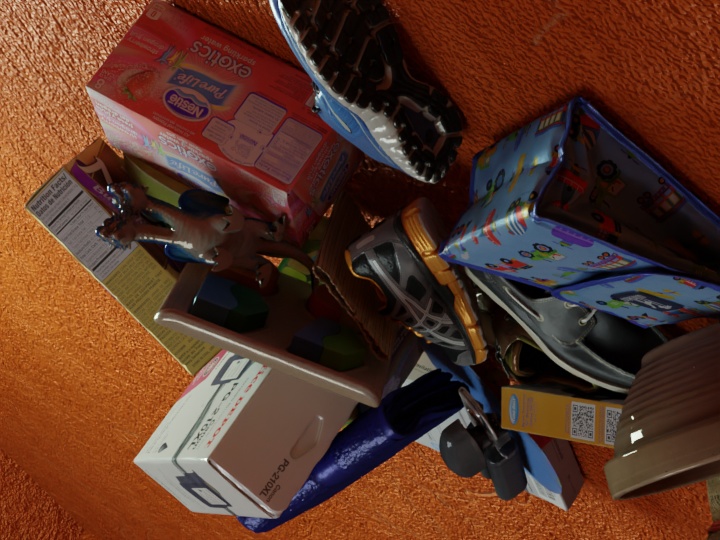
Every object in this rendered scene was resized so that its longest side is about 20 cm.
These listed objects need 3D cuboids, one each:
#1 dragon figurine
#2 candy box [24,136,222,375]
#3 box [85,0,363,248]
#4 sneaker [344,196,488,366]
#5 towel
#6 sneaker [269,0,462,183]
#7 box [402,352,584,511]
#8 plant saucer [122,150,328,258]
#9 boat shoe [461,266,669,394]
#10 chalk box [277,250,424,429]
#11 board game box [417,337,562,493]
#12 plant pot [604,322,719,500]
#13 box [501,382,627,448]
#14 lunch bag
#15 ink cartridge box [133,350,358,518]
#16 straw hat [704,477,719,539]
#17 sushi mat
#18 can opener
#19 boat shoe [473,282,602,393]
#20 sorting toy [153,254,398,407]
[{"bbox_3d":[-0.114,-0.029,1.296,0.099,0.059,0.199,19,-174,37],"label":"dragon figurine"},{"bbox_3d":[-0.183,-0.015,1.418,0.200,0.056,0.117,47,-163,-7],"label":"candy box"},{"bbox_3d":[-0.107,-0.118,1.340,0.199,0.103,0.095,28,159,18],"label":"box"},{"bbox_3d":[0.049,0.016,1.334,0.200,0.077,0.079,59,-167,-49],"label":"sneaker"},{"bbox_3d":[-0.009,0.158,1.483,0.200,0.147,0.050,-38,79,30],"label":"towel"},{"bbox_3d":[-0.011,-0.136,1.183,0.089,0.079,0.200,10,149,44],"label":"sneaker"},{"bbox_3d":[0.119,0.155,1.680,0.199,0.041,0.156,20,154,33],"label":"box"},{"bbox_3d":[-0.117,-0.058,1.438,0.199,0.031,0.200,23,-167,-6],"label":"plant saucer"},{"bbox_3d":[0.162,0.025,1.277,0.199,0.072,0.068,38,161,2],"label":"boat shoe"},{"bbox_3d":[-0.022,0.046,1.541,0.123,0.125,0.200,28,158,18],"label":"chalk box"},{"bbox_3d":[0.129,0.113,1.513,0.200,0.039,0.158,49,171,6],"label":"board game box"},{"bbox_3d":[0.260,0.090,1.175,0.201,0.199,0.093,121,135,-70],"label":"plant pot"},{"bbox_3d":[0.207,0.115,1.361,0.118,0.042,0.199,-1,-175,-36],"label":"box"},{"bbox_3d":[0.181,-0.019,1.160,0.199,0.095,0.150,27,161,-15],"label":"lunch bag"},{"bbox_3d":[-0.100,0.137,1.475,0.084,0.145,0.200,42,159,-16],"label":"ink cartridge box"},{"bbox_3d":[0.318,0.180,1.335,0.201,0.199,0.086,138,118,-69],"label":"straw hat"},{"bbox_3d":[0.000,0.000,1.368,0.096,0.012,0.200,55,-165,-14],"label":"sushi mat"},{"bbox_3d":[0.104,0.163,1.476,0.053,0.067,0.200,51,173,26],"label":"can opener"},{"bbox_3d":[0.138,0.054,1.383,0.199,0.068,0.072,7,146,53],"label":"boat shoe"},{"bbox_3d":[-0.059,0.034,1.338,0.184,0.037,0.200,21,-163,-1],"label":"sorting toy"}]
